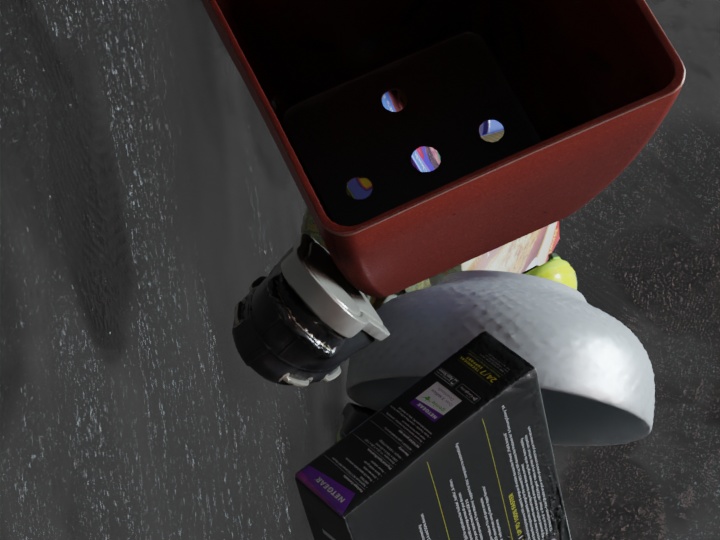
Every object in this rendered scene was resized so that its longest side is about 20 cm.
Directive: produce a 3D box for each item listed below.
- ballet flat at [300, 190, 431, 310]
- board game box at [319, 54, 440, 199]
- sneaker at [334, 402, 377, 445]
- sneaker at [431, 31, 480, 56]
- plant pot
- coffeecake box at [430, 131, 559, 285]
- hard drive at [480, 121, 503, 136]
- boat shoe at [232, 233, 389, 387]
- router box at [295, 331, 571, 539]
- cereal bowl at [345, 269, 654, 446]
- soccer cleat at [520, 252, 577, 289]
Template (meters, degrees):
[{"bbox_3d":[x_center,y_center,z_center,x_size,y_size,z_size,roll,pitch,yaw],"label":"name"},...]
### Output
[{"bbox_3d":[0.000,0.000,1.618,0.200,0.070,0.071,65,18,-65],"label":"ballet flat"},{"bbox_3d":[-0.004,-0.117,1.511,0.200,0.045,0.135,58,17,-22],"label":"board game box"},{"bbox_3d":[0.008,0.132,1.578,0.200,0.071,0.083,24,83,-81],"label":"sneaker"},{"bbox_3d":[0.064,-0.173,1.486,0.112,0.077,0.201,-80,170,-60],"label":"sneaker"},{"bbox_3d":[0.034,-0.099,1.336,0.176,0.199,0.201,88,-24,-66],"label":"plant pot"},{"bbox_3d":[0.080,-0.032,1.797,0.154,0.073,0.200,-59,161,-26],"label":"coffeecake box"},{"bbox_3d":[0.105,-0.165,1.669,0.200,0.025,0.133,-19,95,-59],"label":"hard drive"},{"bbox_3d":[-0.029,0.027,1.349,0.074,0.060,0.200,48,4,-1],"label":"boat shoe"},{"bbox_3d":[0.050,0.154,1.486,0.051,0.149,0.201,36,-28,40],"label":"router box"},{"bbox_3d":[0.093,0.052,1.596,0.200,0.199,0.084,58,40,-73],"label":"cereal bowl"},{"bbox_3d":[0.123,0.058,1.726,0.084,0.064,0.200,61,-19,23],"label":"soccer cleat"}]
